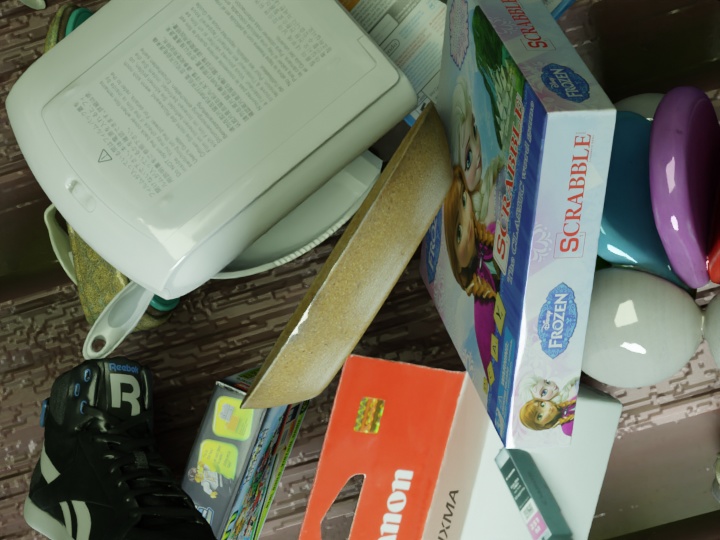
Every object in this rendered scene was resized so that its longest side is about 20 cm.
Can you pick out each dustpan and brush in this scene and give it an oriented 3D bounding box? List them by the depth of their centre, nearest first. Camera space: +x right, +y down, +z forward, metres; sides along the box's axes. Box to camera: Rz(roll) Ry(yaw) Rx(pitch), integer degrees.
[{"bbox_3d":[-0.096,-0.025,1.657,0.139,0.057,0.200,36,86,6],"label":"dustpan and brush"}]

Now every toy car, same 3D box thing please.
[{"bbox_3d":[0.192,-0.034,1.539,0.199,0.150,0.176,4,56,14],"label":"toy car"}]

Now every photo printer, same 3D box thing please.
[{"bbox_3d":[-0.092,-0.093,1.620,0.200,0.069,0.167,-40,73,-6],"label":"photo printer"}]

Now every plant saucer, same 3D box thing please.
[{"bbox_3d":[0.000,0.000,1.564,0.035,0.200,0.201,32,101,-2],"label":"plant saucer"}]

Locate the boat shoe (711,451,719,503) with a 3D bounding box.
[{"bbox_3d":[0.234,0.119,1.605,0.073,0.074,0.201,-5,92,14],"label":"boat shoe"}]

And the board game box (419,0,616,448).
[{"bbox_3d":[0.081,-0.040,1.541,0.041,0.200,0.201,-1,118,-13],"label":"board game box"}]

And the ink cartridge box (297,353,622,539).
[{"bbox_3d":[0.049,0.154,1.615,0.043,0.173,0.201,25,103,54],"label":"ink cartridge box"}]

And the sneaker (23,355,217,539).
[{"bbox_3d":[-0.133,0.108,1.586,0.200,0.073,0.113,18,102,57],"label":"sneaker"}]

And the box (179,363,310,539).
[{"bbox_3d":[-0.088,0.157,1.670,0.035,0.110,0.201,22,100,11],"label":"box"}]

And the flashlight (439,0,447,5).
[{"bbox_3d":[-0.009,-0.228,1.630,0.200,0.068,0.068,33,63,15],"label":"flashlight"}]

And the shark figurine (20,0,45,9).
[{"bbox_3d":[-0.185,-0.238,1.680,0.214,0.089,0.129,-27,89,16],"label":"shark figurine"}]

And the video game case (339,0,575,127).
[{"bbox_3d":[0.022,-0.193,1.664,0.200,0.018,0.143,45,103,7],"label":"video game case"}]

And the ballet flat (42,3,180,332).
[{"bbox_3d":[-0.167,-0.057,1.701,0.070,0.071,0.201,-17,90,15],"label":"ballet flat"}]
